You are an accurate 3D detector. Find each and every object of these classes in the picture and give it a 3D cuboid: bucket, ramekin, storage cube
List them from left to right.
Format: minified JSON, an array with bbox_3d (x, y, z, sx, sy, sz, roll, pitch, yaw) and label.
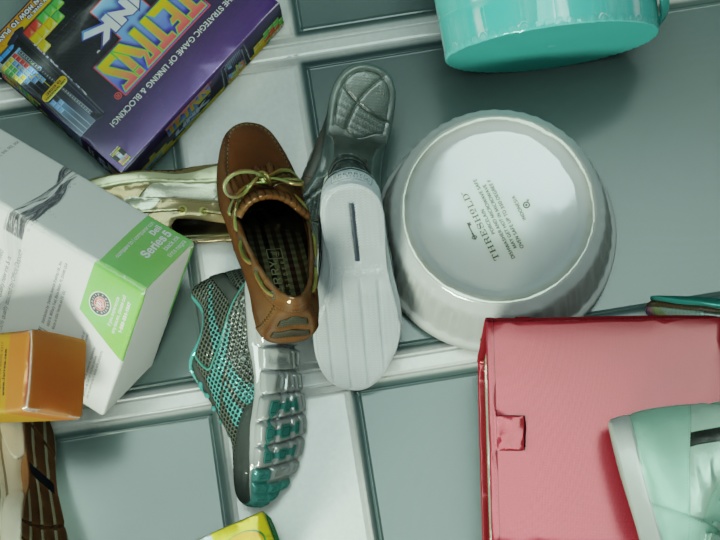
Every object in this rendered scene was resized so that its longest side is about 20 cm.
[{"bbox_3d":[0.111,-0.038,1.561,0.202,0.094,0.203,0,76,1],"label":"ramekin"},{"bbox_3d":[0.148,-0.245,1.561,0.207,0.207,0.135,-7,86,0],"label":"bucket"},{"bbox_3d":[0.183,0.134,1.477,0.179,0.171,0.200,0,76,1],"label":"storage cube"}]

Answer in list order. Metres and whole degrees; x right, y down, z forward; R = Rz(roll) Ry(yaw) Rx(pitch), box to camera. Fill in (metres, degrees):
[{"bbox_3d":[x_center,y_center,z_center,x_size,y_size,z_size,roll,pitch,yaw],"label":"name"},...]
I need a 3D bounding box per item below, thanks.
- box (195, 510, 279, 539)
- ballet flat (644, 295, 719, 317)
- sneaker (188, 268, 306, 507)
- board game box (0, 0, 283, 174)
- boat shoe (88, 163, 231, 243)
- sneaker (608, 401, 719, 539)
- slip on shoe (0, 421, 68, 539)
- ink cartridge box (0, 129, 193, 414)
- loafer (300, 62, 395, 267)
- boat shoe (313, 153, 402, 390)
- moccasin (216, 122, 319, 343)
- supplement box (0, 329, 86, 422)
[{"bbox_3d":[-0.157,0.246,1.487,0.200,0.117,0.048,-21,81,-3],"label":"box"},{"bbox_3d":[0.331,0.052,1.553,0.200,0.069,0.071,-2,96,1],"label":"ballet flat"},{"bbox_3d":[-0.097,0.091,1.557,0.091,0.078,0.200,-4,81,27],"label":"sneaker"},{"bbox_3d":[-0.192,-0.197,1.630,0.165,0.057,0.200,39,81,11],"label":"board game box"},{"bbox_3d":[-0.166,-0.042,1.582,0.200,0.074,0.067,-10,71,-1],"label":"boat shoe"},{"bbox_3d":[0.254,0.185,1.338,0.118,0.074,0.201,-15,76,4],"label":"sneaker"},{"bbox_3d":[-0.274,0.184,1.500,0.061,0.076,0.200,-24,46,10],"label":"slip on shoe"},{"bbox_3d":[-0.251,-0.002,1.530,0.200,0.146,0.084,31,40,9],"label":"ink cartridge box"},{"bbox_3d":[-0.017,-0.074,1.594,0.072,0.063,0.200,17,95,-9],"label":"loafer"},{"bbox_3d":[0.000,0.000,1.538,0.072,0.071,0.200,3,121,2],"label":"boat shoe"},{"bbox_3d":[-0.073,-0.040,1.504,0.073,0.078,0.202,0,51,-10],"label":"moccasin"},{"bbox_3d":[-0.310,0.086,1.509,0.200,0.066,0.069,-7,76,34],"label":"supplement box"}]
